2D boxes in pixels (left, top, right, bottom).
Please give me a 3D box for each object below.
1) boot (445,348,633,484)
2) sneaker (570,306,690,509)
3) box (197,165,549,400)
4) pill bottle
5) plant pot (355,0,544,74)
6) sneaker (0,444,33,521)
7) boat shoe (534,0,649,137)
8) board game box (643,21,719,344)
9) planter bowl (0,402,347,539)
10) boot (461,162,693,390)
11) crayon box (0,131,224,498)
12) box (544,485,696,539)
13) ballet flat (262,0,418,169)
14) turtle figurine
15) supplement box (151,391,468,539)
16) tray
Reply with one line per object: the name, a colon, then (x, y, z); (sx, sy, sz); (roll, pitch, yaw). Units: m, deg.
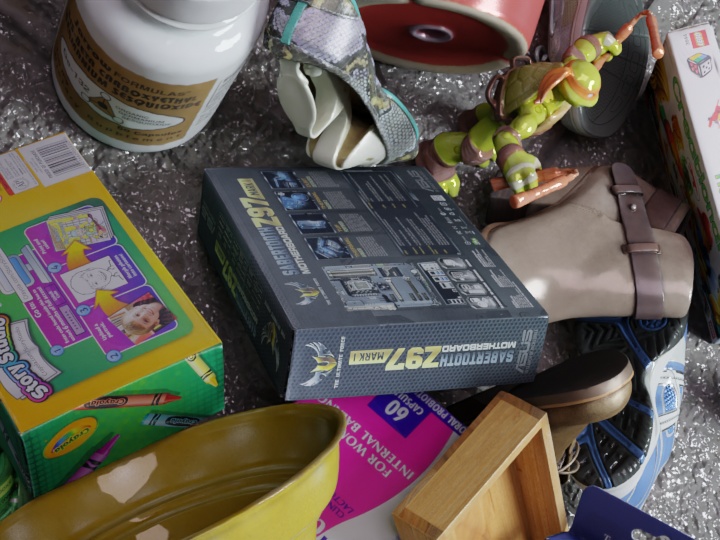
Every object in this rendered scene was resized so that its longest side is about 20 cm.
boot: (0.117, 0.097, 0.838); (0.073, 0.200, 0.076); (-19, 84, -19)
sneaker: (0.182, 0.080, 0.947); (0.075, 0.077, 0.201); (5, 49, 27)
box: (0.000, 0.000, 0.839); (0.156, 0.200, 0.051); (-2, 120, -22)
pill bottle: (-0.116, -0.156, 0.825); (0.113, 0.200, 0.115); (6, 72, -18)
plant pot: (0.056, -0.239, 0.931); (0.199, 0.200, 0.179); (12, 80, -17)
sneaker: (-0.210, 0.142, 0.765); (0.074, 0.084, 0.200); (-38, 90, -26)
boat shoe: (0.166, -0.193, 1.026); (0.074, 0.065, 0.204); (11, 75, -37)
board game box: (0.247, -0.056, 0.973); (0.034, 0.126, 0.202); (-13, 78, 2)
planter bowl: (-0.087, 0.143, 0.676); (0.199, 0.200, 0.084); (-24, 101, -25)
boot: (0.147, 0.007, 0.927); (0.145, 0.070, 0.201); (14, 59, 7)
crayon box: (-0.175, 0.018, 0.780); (0.118, 0.059, 0.200); (-24, 53, -25)
box: (0.141, 0.239, 0.803); (0.032, 0.121, 0.202); (1, 109, -51)
ballet flat: (-0.016, -0.104, 0.870); (0.071, 0.200, 0.073); (-7, 64, 14)
turtle figurine: (0.102, -0.098, 0.905); (0.064, 0.161, 0.200); (44, 56, -15)
supplement box: (-0.032, 0.153, 0.808); (0.101, 0.104, 0.200); (39, 65, 15)
tray: (0.080, 0.173, 0.818); (0.037, 0.201, 0.099); (26, 58, 35)
